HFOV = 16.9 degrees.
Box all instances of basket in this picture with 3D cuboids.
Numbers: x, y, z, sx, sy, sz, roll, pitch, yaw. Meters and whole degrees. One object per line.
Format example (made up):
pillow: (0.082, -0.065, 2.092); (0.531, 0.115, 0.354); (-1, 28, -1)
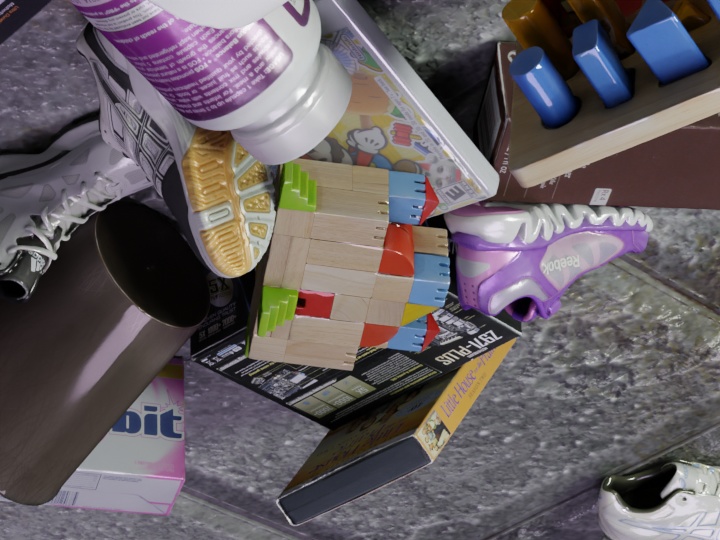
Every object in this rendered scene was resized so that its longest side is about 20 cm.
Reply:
basket: (-0.218, 0.050, 1.806); (0.200, 0.181, 0.136); (-37, 165, 29)

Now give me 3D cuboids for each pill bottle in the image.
pill bottle: (-0.095, -0.158, 1.502); (0.112, 0.112, 0.200); (-24, 129, 28)

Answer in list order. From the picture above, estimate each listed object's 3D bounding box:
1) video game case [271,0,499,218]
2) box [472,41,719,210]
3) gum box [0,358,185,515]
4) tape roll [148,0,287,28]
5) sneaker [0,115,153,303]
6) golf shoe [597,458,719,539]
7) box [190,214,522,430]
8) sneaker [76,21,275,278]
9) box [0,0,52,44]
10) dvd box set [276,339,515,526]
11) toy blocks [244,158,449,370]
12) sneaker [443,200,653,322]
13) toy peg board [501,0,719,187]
video game case: (-0.033, -0.096, 1.649); (0.182, 0.023, 0.200); (-18, 130, 33)
box: (0.185, -0.099, 1.684); (0.199, 0.075, 0.100); (0, 146, -8)
gum box: (-0.244, 0.124, 1.940); (0.199, 0.114, 0.066); (7, 145, -15)
tape roll: (-0.088, -0.237, 1.338); (0.071, 0.203, 0.202); (-31, 138, 34)
sneaker: (-0.206, -0.035, 1.705); (0.200, 0.116, 0.076); (-16, 144, 17)
golf shoe: (0.307, 0.205, 2.150); (0.199, 0.078, 0.097); (-11, 140, 10)
box: (-0.005, 0.023, 1.835); (0.200, 0.086, 0.164); (-29, 138, 34)
sneaker: (-0.124, -0.087, 1.599); (0.088, 0.201, 0.076); (-20, 180, 42)
box: (-0.307, -0.195, 1.516); (0.198, 0.050, 0.200); (25, 137, -36)
dvd box set: (0.030, 0.116, 1.897); (0.146, 0.200, 0.029); (-28, 102, 34)
toy blocks: (0.000, 0.000, 1.670); (0.136, 0.100, 0.200); (6, 135, -7)
sneaker: (0.133, -0.009, 1.745); (0.080, 0.089, 0.200); (10, -169, 43)
toy peg board: (0.164, -0.179, 1.465); (0.200, 0.199, 0.098); (-22, 127, 26)
